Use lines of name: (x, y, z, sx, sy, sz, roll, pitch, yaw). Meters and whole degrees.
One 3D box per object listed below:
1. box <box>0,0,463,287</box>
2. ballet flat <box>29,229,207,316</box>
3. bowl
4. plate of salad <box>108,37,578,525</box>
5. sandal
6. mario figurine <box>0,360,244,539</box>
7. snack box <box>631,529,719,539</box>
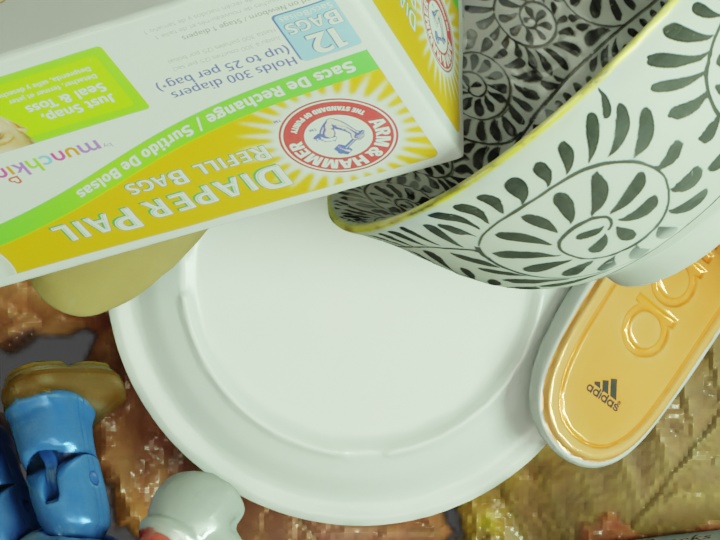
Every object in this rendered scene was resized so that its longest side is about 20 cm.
box: (-0.076, -0.081, 0.788, 0.200, 0.101, 0.112, -15, 142, 20)
ballet flat: (-0.057, -0.070, 0.878, 0.069, 0.063, 0.200, 38, 82, -1)
bowl: (0.091, -0.056, 0.839, 0.201, 0.201, 0.094, -43, 106, 2)
plate of salad: (0.000, 0.000, 0.936, 0.200, 0.048, 0.200, 0, 93, -2)
sandal: (0.140, -0.013, 0.916, 0.079, 0.059, 0.207, 35, 75, -22)
mario figurine: (-0.101, 0.142, 0.908, 0.106, 0.123, 0.200, -6, 67, -25)
snack box: (0.114, 0.184, 0.965, 0.200, 0.053, 0.142, -7, 99, -3)
